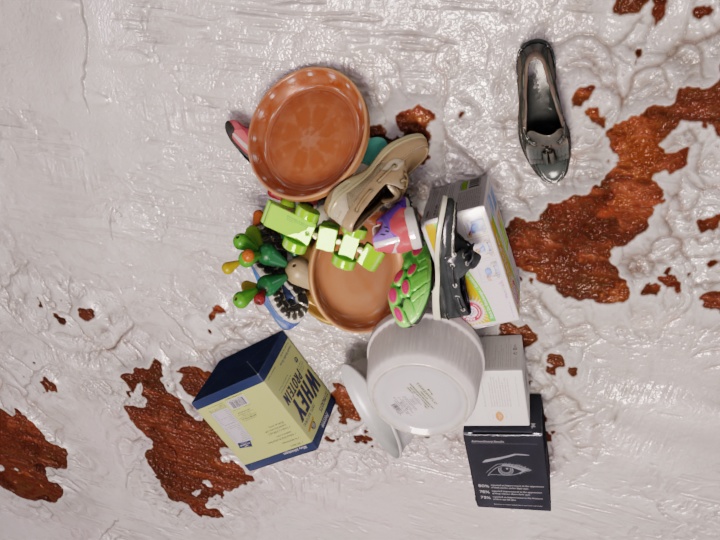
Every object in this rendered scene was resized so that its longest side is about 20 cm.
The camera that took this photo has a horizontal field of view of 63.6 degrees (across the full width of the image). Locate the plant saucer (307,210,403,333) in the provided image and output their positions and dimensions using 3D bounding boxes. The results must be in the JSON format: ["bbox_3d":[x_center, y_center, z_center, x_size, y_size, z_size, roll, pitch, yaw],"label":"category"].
[{"bbox_3d":[0.000,0.000,0.959,0.037,0.199,0.203,12,137,60],"label":"plant saucer"}]

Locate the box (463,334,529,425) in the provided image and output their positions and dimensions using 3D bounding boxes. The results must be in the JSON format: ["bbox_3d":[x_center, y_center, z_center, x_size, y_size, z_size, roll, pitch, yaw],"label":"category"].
[{"bbox_3d":[0.199,0.200,1.047,0.194,0.098,0.127,-5,119,19],"label":"box"}]

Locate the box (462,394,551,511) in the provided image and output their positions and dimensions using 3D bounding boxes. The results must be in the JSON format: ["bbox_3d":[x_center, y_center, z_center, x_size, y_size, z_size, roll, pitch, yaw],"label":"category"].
[{"bbox_3d":[0.283,0.345,1.105,0.144,0.105,0.205,-4,119,19],"label":"box"}]

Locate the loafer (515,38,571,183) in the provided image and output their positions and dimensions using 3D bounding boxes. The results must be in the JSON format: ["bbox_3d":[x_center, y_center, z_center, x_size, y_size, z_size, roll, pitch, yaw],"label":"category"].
[{"bbox_3d":[0.249,-0.208,0.803,0.070,0.063,0.204,-9,117,22],"label":"loafer"}]

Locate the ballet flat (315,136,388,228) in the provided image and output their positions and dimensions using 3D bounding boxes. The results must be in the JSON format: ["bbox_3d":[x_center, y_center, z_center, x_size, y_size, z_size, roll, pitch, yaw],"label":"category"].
[{"bbox_3d":[-0.022,-0.126,0.933,0.067,0.071,0.200,40,123,-10],"label":"ballet flat"}]

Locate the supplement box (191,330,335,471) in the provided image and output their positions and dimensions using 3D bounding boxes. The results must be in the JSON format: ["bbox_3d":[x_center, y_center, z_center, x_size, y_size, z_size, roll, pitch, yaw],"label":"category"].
[{"bbox_3d":[-0.194,0.271,1.189,0.197,0.135,0.202,-25,111,28],"label":"supplement box"}]

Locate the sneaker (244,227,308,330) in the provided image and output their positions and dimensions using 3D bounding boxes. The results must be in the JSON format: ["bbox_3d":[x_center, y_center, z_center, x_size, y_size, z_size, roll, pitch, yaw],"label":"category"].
[{"bbox_3d":[-0.159,0.016,1.019,0.204,0.077,0.090,65,148,22],"label":"sneaker"}]

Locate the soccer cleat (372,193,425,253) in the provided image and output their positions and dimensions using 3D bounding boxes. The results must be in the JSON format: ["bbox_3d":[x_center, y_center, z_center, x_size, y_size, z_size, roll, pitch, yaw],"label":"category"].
[{"bbox_3d":[0.050,-0.070,0.868,0.071,0.200,0.070,-15,106,3],"label":"soccer cleat"}]

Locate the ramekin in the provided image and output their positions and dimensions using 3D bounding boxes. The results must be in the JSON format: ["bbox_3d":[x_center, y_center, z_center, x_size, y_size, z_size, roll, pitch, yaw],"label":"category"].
[{"bbox_3d":[0.100,0.170,0.926,0.194,0.106,0.204,7,127,9],"label":"ramekin"}]

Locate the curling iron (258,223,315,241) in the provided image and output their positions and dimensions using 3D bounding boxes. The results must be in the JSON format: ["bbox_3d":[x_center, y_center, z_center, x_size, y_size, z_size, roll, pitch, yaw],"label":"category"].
[{"bbox_3d":[-0.097,-0.063,1.002,0.195,0.050,0.026,17,107,12],"label":"curling iron"}]

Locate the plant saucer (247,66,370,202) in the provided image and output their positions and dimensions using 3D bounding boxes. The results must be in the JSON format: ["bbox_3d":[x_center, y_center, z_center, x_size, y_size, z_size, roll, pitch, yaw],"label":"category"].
[{"bbox_3d":[-0.077,-0.201,0.866,0.195,0.032,0.207,-4,78,20],"label":"plant saucer"}]

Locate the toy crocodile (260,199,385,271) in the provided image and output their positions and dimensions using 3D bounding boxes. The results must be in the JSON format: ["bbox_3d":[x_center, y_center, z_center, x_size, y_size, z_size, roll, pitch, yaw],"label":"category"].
[{"bbox_3d":[-0.054,-0.053,0.872,0.195,0.062,0.069,20,108,-4],"label":"toy crocodile"}]

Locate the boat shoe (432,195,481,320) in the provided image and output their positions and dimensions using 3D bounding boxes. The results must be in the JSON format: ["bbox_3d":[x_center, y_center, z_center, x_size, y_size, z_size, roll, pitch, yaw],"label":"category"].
[{"bbox_3d":[0.136,-0.011,0.816,0.064,0.075,0.204,6,122,13],"label":"boat shoe"}]

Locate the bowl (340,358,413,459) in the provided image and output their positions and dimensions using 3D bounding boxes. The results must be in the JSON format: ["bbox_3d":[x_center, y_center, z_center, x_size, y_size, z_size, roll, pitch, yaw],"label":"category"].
[{"bbox_3d":[0.051,0.242,1.100,0.202,0.089,0.203,50,159,27],"label":"bowl"}]

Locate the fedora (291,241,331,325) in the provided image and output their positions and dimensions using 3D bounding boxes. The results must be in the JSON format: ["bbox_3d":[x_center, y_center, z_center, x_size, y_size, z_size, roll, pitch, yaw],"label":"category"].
[{"bbox_3d":[-0.046,0.037,1.032,0.195,0.082,0.205,8,122,13],"label":"fedora"}]

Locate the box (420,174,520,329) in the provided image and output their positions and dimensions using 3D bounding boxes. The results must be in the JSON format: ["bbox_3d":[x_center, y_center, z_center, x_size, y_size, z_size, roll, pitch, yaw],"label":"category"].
[{"bbox_3d":[0.178,-0.024,0.908,0.099,0.113,0.204,-12,118,24],"label":"box"}]

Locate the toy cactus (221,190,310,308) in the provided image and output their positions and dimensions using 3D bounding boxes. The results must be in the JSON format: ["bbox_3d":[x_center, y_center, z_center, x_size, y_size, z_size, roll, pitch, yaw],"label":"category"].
[{"bbox_3d":[-0.127,-0.022,0.937,0.163,0.204,0.102,29,152,-18],"label":"toy cactus"}]

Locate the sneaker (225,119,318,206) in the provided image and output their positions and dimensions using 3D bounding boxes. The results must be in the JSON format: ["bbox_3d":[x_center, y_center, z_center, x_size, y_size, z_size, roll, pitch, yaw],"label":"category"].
[{"bbox_3d":[-0.129,-0.191,0.941,0.199,0.074,0.088,38,87,6],"label":"sneaker"}]

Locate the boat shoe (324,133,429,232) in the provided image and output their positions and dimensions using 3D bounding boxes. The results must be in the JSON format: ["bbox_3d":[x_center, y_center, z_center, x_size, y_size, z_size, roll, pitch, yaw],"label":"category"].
[{"bbox_3d":[0.038,-0.126,0.850,0.064,0.199,0.072,41,159,22],"label":"boat shoe"}]

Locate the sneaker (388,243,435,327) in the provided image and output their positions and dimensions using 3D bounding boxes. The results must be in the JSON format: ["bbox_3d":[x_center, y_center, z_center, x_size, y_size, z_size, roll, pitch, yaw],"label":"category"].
[{"bbox_3d":[0.097,0.014,0.905,0.075,0.203,0.084,-21,123,32],"label":"sneaker"}]
